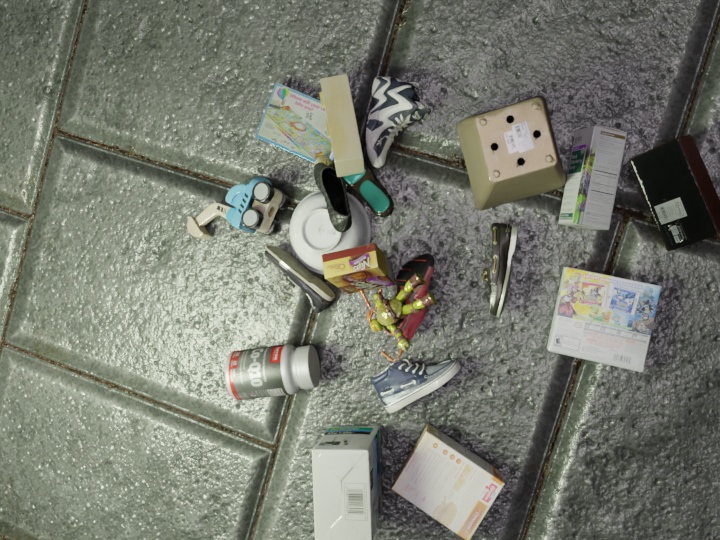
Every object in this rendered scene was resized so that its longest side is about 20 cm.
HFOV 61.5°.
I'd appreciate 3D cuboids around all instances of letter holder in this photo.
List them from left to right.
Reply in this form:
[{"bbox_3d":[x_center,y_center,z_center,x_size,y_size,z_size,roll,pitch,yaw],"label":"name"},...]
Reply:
[{"bbox_3d":[0.653,-0.161,1.235,0.100,0.141,0.203,-24,87,42],"label":"letter holder"}]

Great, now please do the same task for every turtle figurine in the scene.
[{"bbox_3d":[0.071,0.075,1.275,0.161,0.064,0.201,-39,47,14],"label":"turtle figurine"}]

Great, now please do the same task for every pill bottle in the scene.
[{"bbox_3d":[-0.199,0.230,1.389,0.197,0.114,0.116,-9,89,11],"label":"pill bottle"}]

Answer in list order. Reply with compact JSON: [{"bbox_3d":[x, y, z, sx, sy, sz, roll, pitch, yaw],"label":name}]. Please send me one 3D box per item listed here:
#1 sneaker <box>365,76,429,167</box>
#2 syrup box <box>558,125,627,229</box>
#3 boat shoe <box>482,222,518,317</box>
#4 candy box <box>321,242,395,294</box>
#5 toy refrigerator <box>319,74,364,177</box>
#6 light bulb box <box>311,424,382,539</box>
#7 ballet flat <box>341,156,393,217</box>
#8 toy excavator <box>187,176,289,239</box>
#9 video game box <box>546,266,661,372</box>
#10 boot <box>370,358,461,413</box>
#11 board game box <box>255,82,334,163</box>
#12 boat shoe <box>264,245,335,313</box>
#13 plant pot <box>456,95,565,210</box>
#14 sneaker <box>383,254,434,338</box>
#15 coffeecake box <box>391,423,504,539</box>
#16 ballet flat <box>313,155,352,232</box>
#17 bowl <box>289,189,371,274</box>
[{"bbox_3d":[0.087,-0.327,1.340,0.128,0.079,0.202,5,82,19],"label":"sneaker"},{"bbox_3d":[0.480,-0.190,1.257,0.080,0.079,0.203,8,94,-11],"label":"syrup box"},{"bbox_3d":[0.297,-0.002,1.314,0.060,0.072,0.204,10,86,14],"label":"boat shoe"},{"bbox_3d":[0.000,0.000,1.301,0.115,0.200,0.057,-12,75,10],"label":"candy box"},{"bbox_3d":[-0.042,-0.314,1.318,0.069,0.076,0.203,-10,74,0],"label":"toy refrigerator"},{"bbox_3d":[-0.024,0.458,1.317,0.123,0.200,0.202,-2,91,9],"label":"light bulb box"},{"bbox_3d":[0.008,-0.197,1.360,0.068,0.068,0.201,-35,75,10],"label":"ballet flat"},{"bbox_3d":[-0.293,-0.140,1.420,0.198,0.100,0.197,26,94,22],"label":"toy excavator"},{"bbox_3d":[0.512,0.101,1.285,0.197,0.047,0.185,12,95,10],"label":"video game box"},{"bbox_3d":[0.119,0.232,1.348,0.199,0.073,0.091,-33,91,10],"label":"boot"},{"bbox_3d":[-0.130,-0.333,1.405,0.198,0.034,0.136,25,96,9],"label":"board game box"},{"bbox_3d":[-0.152,0.021,1.398,0.199,0.073,0.063,39,108,4],"label":"boat shoe"},{"bbox_3d":[0.313,-0.252,1.250,0.197,0.177,0.203,-14,88,11],"label":"plant pot"},{"bbox_3d":[0.119,0.061,1.356,0.073,0.087,0.202,14,74,47],"label":"sneaker"},{"bbox_3d":[0.193,0.465,1.339,0.199,0.073,0.155,32,96,9],"label":"coffeecake box"},{"bbox_3d":[-0.054,-0.175,1.321,0.066,0.057,0.202,-5,60,-26],"label":"ballet flat"},{"bbox_3d":[-0.079,-0.089,1.373,0.198,0.090,0.205,0,92,11],"label":"bowl"}]
